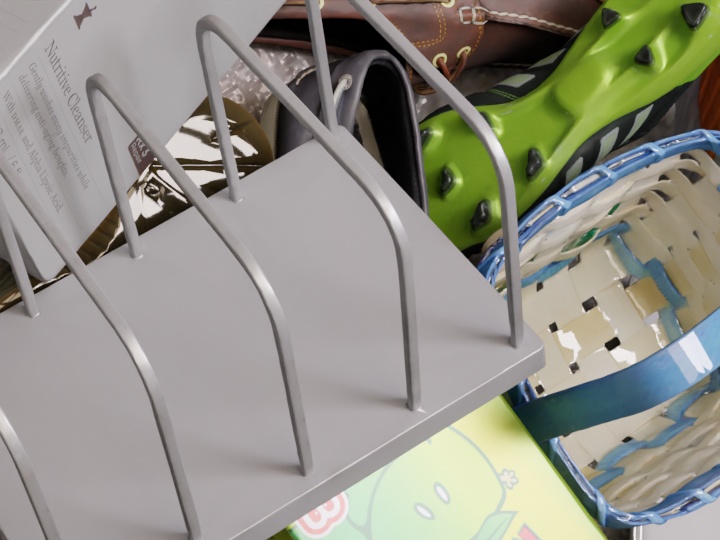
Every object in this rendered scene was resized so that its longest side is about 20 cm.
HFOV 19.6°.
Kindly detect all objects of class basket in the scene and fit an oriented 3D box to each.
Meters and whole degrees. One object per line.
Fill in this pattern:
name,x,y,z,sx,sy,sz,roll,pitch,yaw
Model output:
basket,0.124,0.022,0.841,0.176,0.200,0.140,-31,94,-31

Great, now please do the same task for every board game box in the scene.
board game box,0.048,0.131,0.792,0.101,0.048,0.200,-39,96,-23

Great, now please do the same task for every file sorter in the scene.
file sorter,-0.056,0.002,0.725,0.199,0.125,0.139,-30,55,-17

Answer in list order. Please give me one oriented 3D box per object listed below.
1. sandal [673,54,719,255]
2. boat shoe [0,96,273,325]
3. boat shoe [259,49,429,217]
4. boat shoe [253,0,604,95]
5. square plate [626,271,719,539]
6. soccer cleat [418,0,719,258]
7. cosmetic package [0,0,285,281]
sandal,0.184,-0.098,0.971,0.059,0.079,0.208,11,53,-15
boat shoe,-0.112,0.013,0.842,0.073,0.063,0.201,40,70,-18
boat shoe,0.000,0.000,0.851,0.072,0.063,0.201,18,56,-40
boat shoe,0.018,-0.112,0.925,0.199,0.070,0.071,10,66,-16
square plate,0.206,0.111,0.988,0.199,0.028,0.200,9,74,-25
soccer cleat,0.085,-0.061,0.916,0.200,0.081,0.068,-37,69,11
cosmetic package,-0.101,-0.111,0.799,0.081,0.113,0.200,29,69,25
